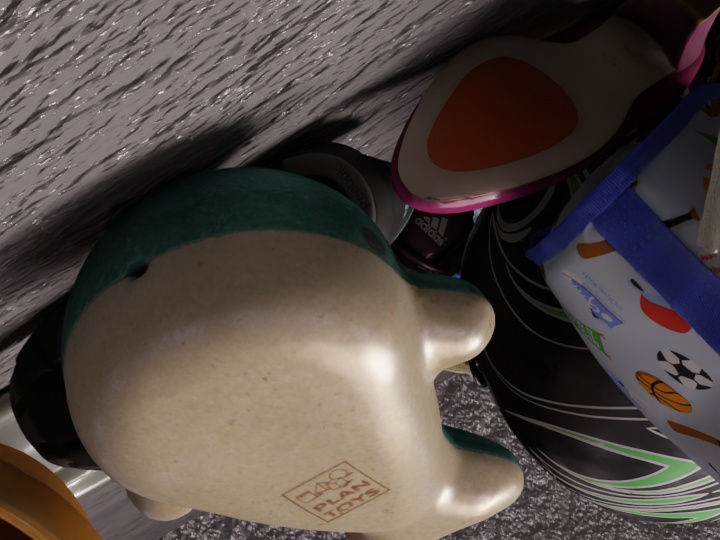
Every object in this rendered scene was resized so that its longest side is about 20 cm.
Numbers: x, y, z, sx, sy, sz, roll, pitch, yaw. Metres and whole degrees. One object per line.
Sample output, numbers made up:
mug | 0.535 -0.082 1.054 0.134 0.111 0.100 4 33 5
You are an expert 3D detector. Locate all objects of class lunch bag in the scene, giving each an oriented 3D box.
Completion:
lunch bag | 0.156 0.017 0.926 0.124 0.170 0.200 -45 177 8

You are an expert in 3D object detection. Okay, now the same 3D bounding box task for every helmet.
helmet | 0.161 0.027 1.121 0.200 0.191 0.200 -22 135 -23

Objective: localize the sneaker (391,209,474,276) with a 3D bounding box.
sneaker | 0.000 0.000 1.140 0.116 0.076 0.200 -38 -178 22

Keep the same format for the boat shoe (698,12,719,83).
boat shoe | 0.198 -0.115 0.973 0.071 0.091 0.200 -24 172 -20

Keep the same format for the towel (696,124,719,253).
towel | 0.193 -0.078 0.824 0.035 0.200 0.193 16 -163 41

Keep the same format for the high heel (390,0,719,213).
high heel | 0.076 -0.059 0.947 0.200 0.067 0.096 -31 165 -33

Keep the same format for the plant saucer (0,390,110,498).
plant saucer | -0.145 0.083 1.168 0.200 0.050 0.200 -30 174 -3

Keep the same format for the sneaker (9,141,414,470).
sneaker | -0.055 0.018 0.939 0.200 0.075 0.079 -33 176 23

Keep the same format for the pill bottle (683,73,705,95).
pill bottle | 0.218 -0.087 1.232 0.200 0.112 0.112 -36 172 40

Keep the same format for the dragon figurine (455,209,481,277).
dragon figurine | 0.070 -0.017 1.338 0.200 0.059 0.099 -28 174 -25

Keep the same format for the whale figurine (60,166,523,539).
whale figurine | -0.022 0.037 0.853 0.159 0.104 0.200 -31 136 21

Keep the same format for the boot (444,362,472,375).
boot | 0.095 0.030 1.473 0.200 0.073 0.155 4 -174 17

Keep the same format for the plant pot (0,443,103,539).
plant pot | -0.185 0.155 0.990 0.200 0.200 0.183 -31 -170 6
